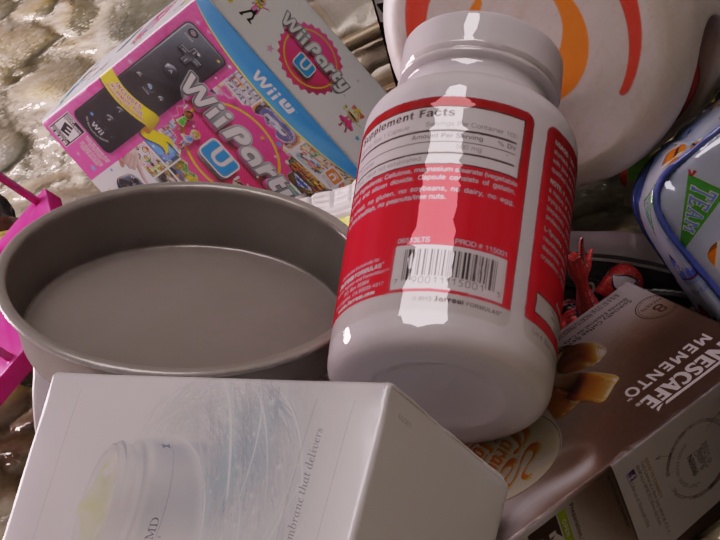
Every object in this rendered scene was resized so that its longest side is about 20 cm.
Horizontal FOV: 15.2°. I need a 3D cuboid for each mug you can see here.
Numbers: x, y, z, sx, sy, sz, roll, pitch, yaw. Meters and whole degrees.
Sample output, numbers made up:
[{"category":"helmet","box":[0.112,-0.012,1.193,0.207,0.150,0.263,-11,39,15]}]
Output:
[{"category":"mug","box":[-0.080,0.049,1.509,0.152,0.150,0.187,0,41,16]}]

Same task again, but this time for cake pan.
[{"category":"cake pan","box":[-0.091,0.015,1.407,0.199,0.037,0.201,1,30,0]}]

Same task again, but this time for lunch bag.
[{"category":"lunch bag","box":[0.250,-0.034,1.427,0.200,0.161,0.076,-39,4,-5]}]

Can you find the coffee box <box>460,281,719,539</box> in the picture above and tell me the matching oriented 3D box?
[{"category":"coffee box","box":[0.108,0.103,1.370,0.200,0.080,0.114,-34,35,-22]}]

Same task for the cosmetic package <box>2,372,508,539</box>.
[{"category":"cosmetic package","box":[-0.064,0.162,1.254,0.199,0.123,0.200,-1,63,34]}]

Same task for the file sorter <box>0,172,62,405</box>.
[{"category":"file sorter","box":[-0.276,0.029,1.578,0.200,0.125,0.139,-48,28,13]}]

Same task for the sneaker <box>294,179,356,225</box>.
[{"category":"sneaker","box":[0.000,0.000,1.546,0.078,0.091,0.200,5,-14,-24]}]

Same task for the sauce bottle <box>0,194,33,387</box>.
[{"category":"sauce bottle","box":[-0.221,0.005,1.727,0.064,0.065,0.200,-23,32,-7]}]

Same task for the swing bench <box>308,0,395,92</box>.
[{"category":"swing bench","box":[0.029,-0.161,1.756,0.198,0.200,0.130,-26,61,-10]}]

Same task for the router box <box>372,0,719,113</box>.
[{"category":"router box","box":[0.116,-0.126,1.620,0.199,0.150,0.051,-20,8,-28]}]

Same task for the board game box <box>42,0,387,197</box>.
[{"category":"board game box","box":[-0.085,-0.091,1.646,0.200,0.148,0.064,-32,13,47]}]

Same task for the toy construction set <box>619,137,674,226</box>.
[{"category":"toy construction set","box":[0.230,-0.053,1.538,0.199,0.093,0.131,1,35,30]}]

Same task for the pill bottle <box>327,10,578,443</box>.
[{"category":"pill bottle","box":[0.050,-0.025,1.353,0.112,0.112,0.201,-5,57,23]}]

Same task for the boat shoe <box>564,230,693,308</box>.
[{"category":"boat shoe","box":[0.124,0.011,1.535,0.199,0.069,0.057,7,73,28]}]

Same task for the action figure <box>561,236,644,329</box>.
[{"category":"action figure","box":[0.069,0.044,1.445,0.200,0.099,0.065,-37,37,-15]}]

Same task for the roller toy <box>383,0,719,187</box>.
[{"category":"roller toy","box":[0.118,-0.145,1.479,0.182,0.201,0.140,-13,11,31]}]
